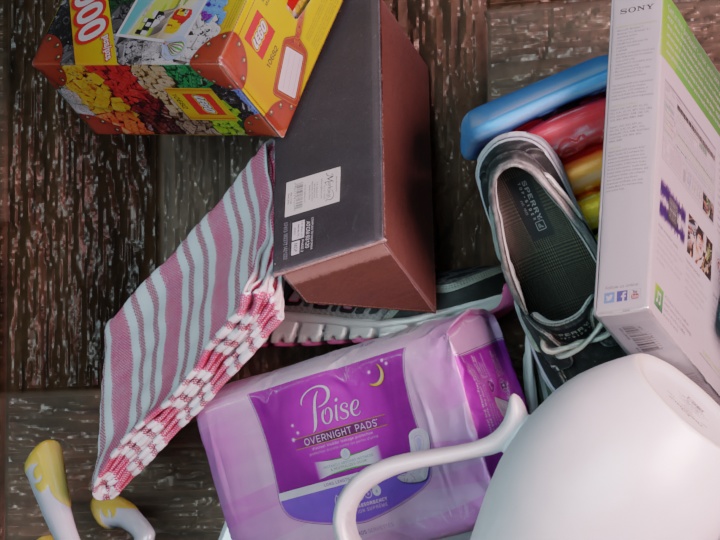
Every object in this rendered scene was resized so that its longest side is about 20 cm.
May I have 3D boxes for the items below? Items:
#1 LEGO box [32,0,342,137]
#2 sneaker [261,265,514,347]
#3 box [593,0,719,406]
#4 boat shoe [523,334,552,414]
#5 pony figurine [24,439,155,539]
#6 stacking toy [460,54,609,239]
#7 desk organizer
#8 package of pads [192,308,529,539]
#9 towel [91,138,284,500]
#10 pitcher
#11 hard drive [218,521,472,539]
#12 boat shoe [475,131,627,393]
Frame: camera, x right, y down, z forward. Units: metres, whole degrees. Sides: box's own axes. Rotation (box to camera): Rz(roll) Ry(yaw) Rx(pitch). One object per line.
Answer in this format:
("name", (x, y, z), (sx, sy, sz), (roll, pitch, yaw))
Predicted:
("LEGO box", (-0.086, -0.181, 1.783), (0.148, 0.077, 0.201), (2, 58, 36))
("sneaker", (0.000, 0.000, 1.785), (0.199, 0.074, 0.088), (-4, 88, 27))
("box", (0.174, -0.036, 1.649), (0.036, 0.144, 0.201), (-6, 61, 25))
("boat shoe", (0.128, 0.118, 1.722), (0.073, 0.067, 0.201), (-22, 76, 19))
("pony figurine", (-0.173, 0.232, 1.796), (0.193, 0.166, 0.200), (-56, 47, 15))
("stacking toy", (0.143, -0.016, 1.714), (0.109, 0.116, 0.201), (-22, 85, -3))
("desk organizer", (-0.003, -0.063, 1.745), (0.071, 0.077, 0.201), (-17, 48, 19))
("package of pads", (0.003, 0.104, 1.721), (0.199, 0.076, 0.121), (-18, 89, 32))
("towel", (-0.106, 0.029, 1.777), (0.200, 0.030, 0.147), (-46, 28, 33))
("pitcher", (0.096, 0.127, 1.594), (0.171, 0.121, 0.200), (42, 107, 5))
("hard drive", (0.005, 0.192, 1.787), (0.199, 0.027, 0.132), (22, 92, 24))
("boat shoe", (0.114, 0.021, 1.648), (0.072, 0.071, 0.201), (-27, 100, 15))
